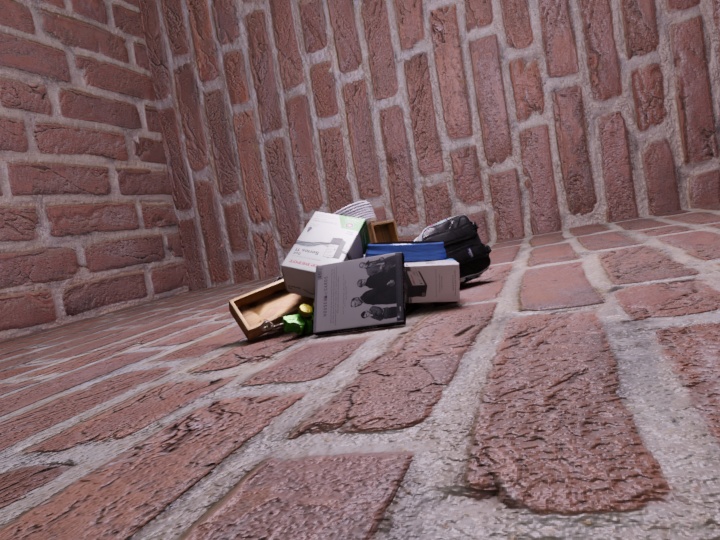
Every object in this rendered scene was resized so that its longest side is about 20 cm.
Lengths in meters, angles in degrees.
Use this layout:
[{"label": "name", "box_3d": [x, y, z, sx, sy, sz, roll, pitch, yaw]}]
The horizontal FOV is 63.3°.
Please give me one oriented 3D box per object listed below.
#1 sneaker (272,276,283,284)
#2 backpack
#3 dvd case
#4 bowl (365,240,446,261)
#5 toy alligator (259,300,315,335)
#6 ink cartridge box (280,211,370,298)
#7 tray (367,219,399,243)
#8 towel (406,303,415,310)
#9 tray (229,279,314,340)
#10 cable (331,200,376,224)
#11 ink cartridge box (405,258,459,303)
[{"label": "sneaker", "box_3d": [-0.200, 0.045, 1.498, 0.076, 0.083, 0.202, -18, -30, -39]}, {"label": "backpack", "box_3d": [0.227, -0.038, 1.566, 0.196, 0.182, 0.150, -18, -14, -35]}, {"label": "dvd case", "box_3d": [-0.003, 0.048, 1.199, 0.193, 0.155, 0.025, -9, -27, 18]}, {"label": "bowl", "box_3d": [0.106, -0.047, 1.385, 0.193, 0.041, 0.201, -2, 4, 0]}, {"label": "toy alligator", "box_3d": [-0.122, 0.113, 1.243, 0.196, 0.061, 0.054, -14, 46, -45]}, {"label": "ink cartridge box", "box_3d": [-0.079, -0.035, 1.365, 0.142, 0.085, 0.203, 10, 47, 20]}, {"label": "tray", "box_3d": [0.076, -0.034, 1.648, 0.097, 0.207, 0.036, -12, -2, -43]}, {"label": "towel", "box_3d": [0.032, 0.090, 1.374, 0.194, 0.023, 0.144, -9, 3, 21]}, {"label": "tray", "box_3d": [-0.193, 0.079, 1.346, 0.196, 0.038, 0.099, -23, 52, -30]}, {"label": "cable", "box_3d": [-0.046, -0.122, 1.671, 0.197, 0.071, 0.199, -32, -8, 18]}, {"label": "ink cartridge box", "box_3d": [0.120, 0.023, 1.315, 0.192, 0.087, 0.145, -2, 6, 4]}]
